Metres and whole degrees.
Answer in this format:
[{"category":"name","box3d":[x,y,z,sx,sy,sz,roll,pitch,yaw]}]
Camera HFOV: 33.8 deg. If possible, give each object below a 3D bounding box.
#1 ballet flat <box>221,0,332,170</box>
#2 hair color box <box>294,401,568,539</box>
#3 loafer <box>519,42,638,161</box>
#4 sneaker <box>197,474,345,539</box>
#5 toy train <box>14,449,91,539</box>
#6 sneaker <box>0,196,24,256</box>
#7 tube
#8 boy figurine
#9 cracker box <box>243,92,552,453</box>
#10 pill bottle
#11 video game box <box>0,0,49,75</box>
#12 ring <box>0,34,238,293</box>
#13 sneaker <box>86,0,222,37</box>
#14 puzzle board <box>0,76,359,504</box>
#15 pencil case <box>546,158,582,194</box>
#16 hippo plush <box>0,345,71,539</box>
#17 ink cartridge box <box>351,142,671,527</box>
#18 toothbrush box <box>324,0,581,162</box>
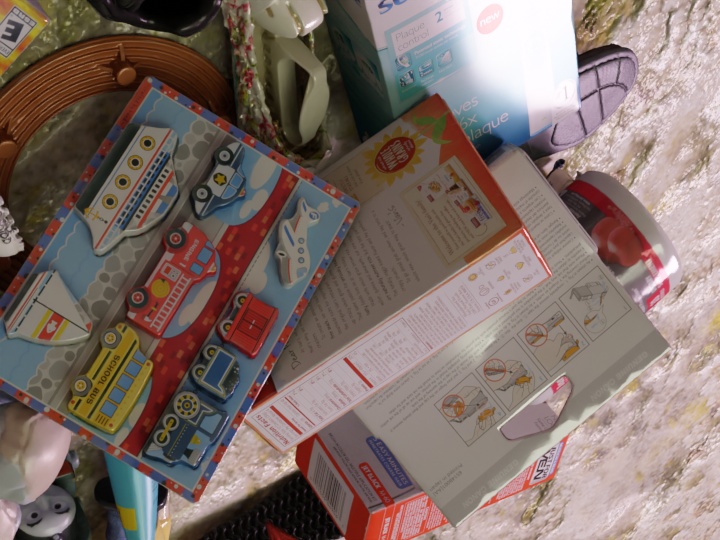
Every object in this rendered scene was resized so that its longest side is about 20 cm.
[{"category":"ballet flat","box3d":[-0.046,-0.144,0.723,0.075,0.064,0.202,-39,145,-27]},{"category":"hair color box","box3d":[0.059,0.143,0.968,0.197,0.111,0.065,-15,137,-30]},{"category":"loafer","box3d":[0.120,-0.115,0.899,0.199,0.063,0.072,-38,139,-10]},{"category":"sneaker","box3d":[-0.072,0.249,1.089,0.198,0.071,0.094,-24,157,-23]},{"category":"toy train","box3d":[-0.232,0.210,0.867,0.084,0.114,0.202,-16,136,-28]},{"category":"sneaker","box3d":[-0.240,-0.057,0.570,0.098,0.070,0.202,-27,140,-13]},{"category":"tube","box3d":[-0.155,0.113,0.804,0.049,0.078,0.203,-4,110,-3]},{"category":"boy figurine","box3d":[-0.177,0.239,0.946,0.063,0.125,0.203,8,122,7]},{"category":"cracker box","box3d":[0.000,0.000,0.728,0.198,0.135,0.058,-33,137,7]},{"category":"pill bottle","box3d":[0.134,0.028,0.890,0.199,0.111,0.111,-40,142,-3]},{"category":"video game box","box3d":[-0.282,-0.116,0.570,0.182,0.047,0.200,-44,142,8]},{"category":"ring","box3d":[-0.159,-0.054,0.752,0.198,0.019,0.202,-23,139,-21]},{"category":"sneaker","box3d":[-0.136,-0.183,0.586,0.071,0.098,0.200,-43,141,8]},{"category":"puzzle board","box3d":[-0.107,0.005,0.671,0.202,0.149,0.017,-61,-176,-20]},{"category":"pencil case","box3d":[0.112,-0.004,0.977,0.199,0.078,0.090,-36,143,-6]},{"category":"hippo plush","box3d":[-0.259,0.060,0.701,0.160,0.200,0.161,32,88,-24]},{"category":"ink cartridge box","box3d":[0.082,0.045,0.816,0.199,0.045,0.177,-40,100,4]},{"category":"toothbrush box","box3d":[0.059,-0.165,0.774,0.145,0.085,0.201,-30,139,-11]}]
